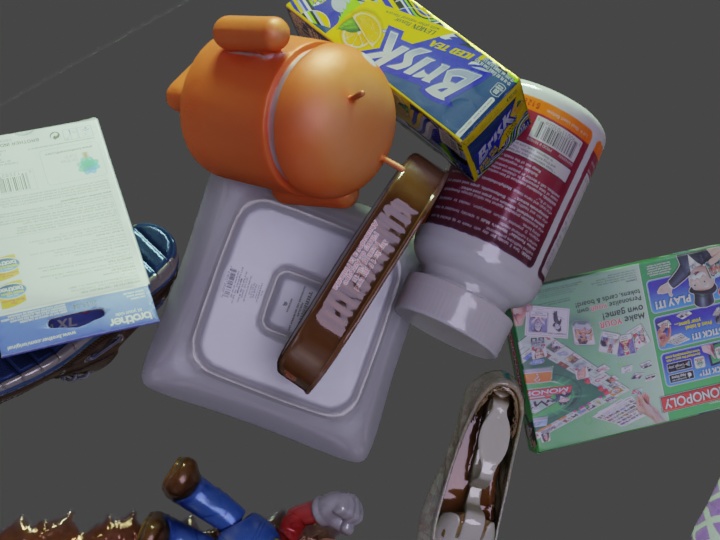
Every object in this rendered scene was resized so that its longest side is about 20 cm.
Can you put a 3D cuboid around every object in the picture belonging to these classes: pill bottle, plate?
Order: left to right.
[{"bbox_3d":[-0.052,0.030,1.172,0.198,0.032,0.202,20,86,-9],"label":"plate"},{"bbox_3d":[0.108,-0.040,1.157,0.109,0.110,0.202,28,81,-8],"label":"pill bottle"}]

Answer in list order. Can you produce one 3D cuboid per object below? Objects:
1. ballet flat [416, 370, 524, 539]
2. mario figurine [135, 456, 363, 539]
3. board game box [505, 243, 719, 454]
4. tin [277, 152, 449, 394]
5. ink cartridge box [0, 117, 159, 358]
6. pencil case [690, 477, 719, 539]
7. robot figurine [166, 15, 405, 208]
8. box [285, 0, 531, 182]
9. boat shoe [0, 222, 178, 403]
[{"bbox_3d":[0.088,0.179,1.178,0.066,0.062,0.203,12,87,-6],"label":"ballet flat"},{"bbox_3d":[-0.071,0.221,1.124,0.198,0.106,0.124,26,119,-1],"label":"mario figurine"},{"bbox_3d":[0.224,0.064,1.222,0.197,0.029,0.137,-11,91,-10],"label":"board game box"},{"bbox_3d":[0.000,0.000,1.111,0.042,0.112,0.201,32,82,1],"label":"tin"},{"bbox_3d":[-0.228,-0.020,1.078,0.118,0.042,0.202,-12,54,-18],"label":"ink cartridge box"},{"bbox_3d":[0.347,0.177,1.219,0.085,0.084,0.201,35,84,-31],"label":"pencil case"},{"bbox_3d":[-0.054,-0.116,1.094,0.116,0.198,0.146,-7,107,-47],"label":"robot figurine"},{"bbox_3d":[0.036,-0.159,1.126,0.070,0.064,0.200,-45,63,-8],"label":"box"},{"bbox_3d":[-0.216,0.048,1.105,0.199,0.073,0.072,-34,59,-22],"label":"boat shoe"}]
